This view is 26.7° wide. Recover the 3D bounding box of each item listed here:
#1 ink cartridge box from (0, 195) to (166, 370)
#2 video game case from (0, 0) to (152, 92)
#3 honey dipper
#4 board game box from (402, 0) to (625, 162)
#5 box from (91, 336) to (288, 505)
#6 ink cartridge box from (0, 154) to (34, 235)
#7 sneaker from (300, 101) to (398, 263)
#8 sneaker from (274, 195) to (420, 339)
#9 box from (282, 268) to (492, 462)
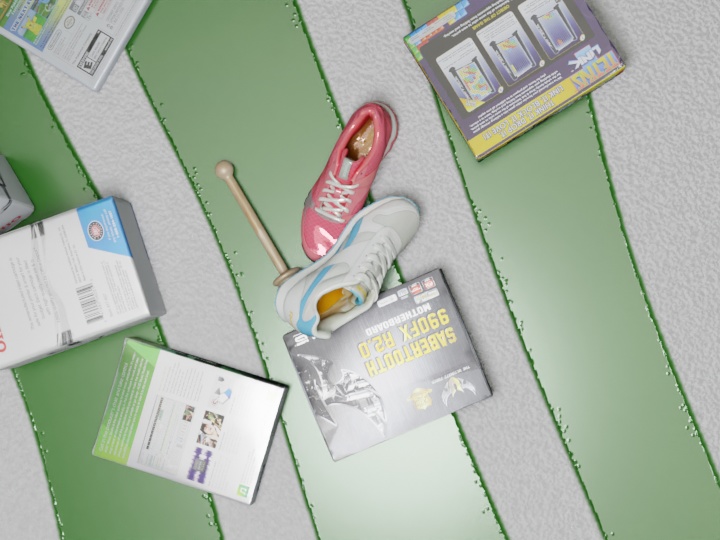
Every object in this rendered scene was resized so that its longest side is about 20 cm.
[{"bbox_3d":[-0.347,0.016,1.762,0.199,0.084,0.147,-19,88,6],"label":"ink cartridge box"},{"bbox_3d":[-0.337,-0.343,1.800,0.182,0.022,0.201,31,93,5],"label":"video game case"},{"bbox_3d":[-0.113,-0.042,1.767,0.038,0.038,0.201,-30,82,4],"label":"honey dipper"},{"bbox_3d":[0.175,-0.246,1.729,0.199,0.057,0.166,-31,88,4],"label":"board game box"},{"bbox_3d":[-0.198,0.174,1.769,0.199,0.036,0.145,17,91,5],"label":"box"},{"bbox_3d":[-0.478,-0.074,1.721,0.145,0.200,0.084,-33,82,4],"label":"ink cartridge box"},{"bbox_3d":[-0.022,-0.104,1.730,0.073,0.087,0.201,22,91,7],"label":"sneaker"},{"bbox_3d":[0.000,0.000,1.708,0.200,0.077,0.081,-45,40,-10],"label":"sneaker"},{"bbox_3d":[0.031,0.108,1.739,0.199,0.048,0.159,-22,86,5],"label":"box"}]
